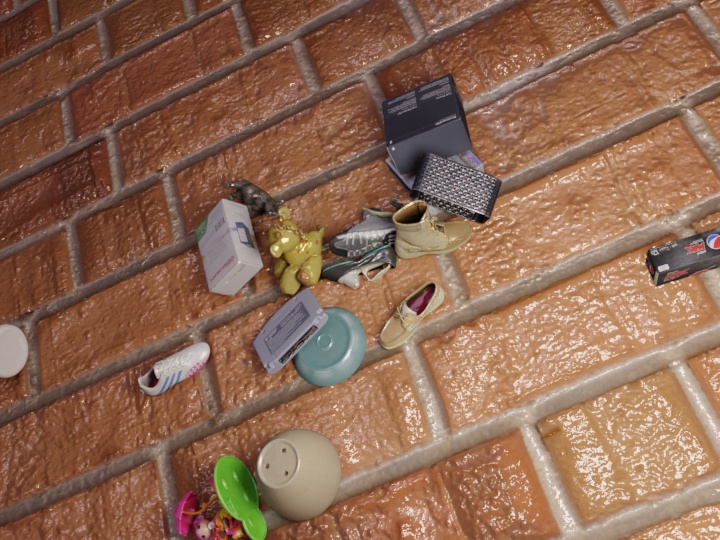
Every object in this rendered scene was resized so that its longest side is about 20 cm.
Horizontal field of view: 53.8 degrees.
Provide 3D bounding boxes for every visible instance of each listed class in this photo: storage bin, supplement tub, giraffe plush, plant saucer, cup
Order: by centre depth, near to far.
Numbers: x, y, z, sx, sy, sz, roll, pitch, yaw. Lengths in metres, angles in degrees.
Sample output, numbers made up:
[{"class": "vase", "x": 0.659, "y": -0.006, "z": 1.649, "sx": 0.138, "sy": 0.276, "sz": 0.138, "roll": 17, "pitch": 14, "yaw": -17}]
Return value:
[{"class": "cup", "x": -0.156, "y": 0.440, "z": 1.571, "sx": 0.195, "sy": 0.144, "sz": 0.205, "roll": -7, "pitch": 65, "yaw": 16}, {"class": "storage bin", "x": 0.225, "y": -0.195, "z": 1.696, "sx": 0.196, "sy": 0.135, "sz": 0.096, "roll": 21, "pitch": 87, "yaw": 2}, {"class": "plant saucer", "x": -0.083, "y": 0.177, "z": 1.728, "sx": 0.195, "sy": 0.036, "sz": 0.205, "roll": -8, "pitch": 65, "yaw": 16}, {"class": "giraffe plush", "x": -0.175, "y": -0.058, "z": 1.765, "sx": 0.199, "sy": 0.161, "sz": 0.175, "roll": -38, "pitch": 48, "yaw": 19}, {"class": "supplement tub", "x": -1.047, "y": 0.224, "z": 1.972, "sx": 0.195, "sy": 0.145, "sz": 0.148, "roll": -2, "pitch": 65, "yaw": 18}]

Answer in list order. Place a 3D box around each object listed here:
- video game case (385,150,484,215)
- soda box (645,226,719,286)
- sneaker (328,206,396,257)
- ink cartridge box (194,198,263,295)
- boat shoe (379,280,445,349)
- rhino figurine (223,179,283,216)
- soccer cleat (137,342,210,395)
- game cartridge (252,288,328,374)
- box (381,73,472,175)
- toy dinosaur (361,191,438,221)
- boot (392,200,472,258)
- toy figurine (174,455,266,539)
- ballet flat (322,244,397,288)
[{"class": "video game case", "x": 0.190, "y": -0.269, "z": 1.833, "sx": 0.180, "sy": 0.046, "sz": 0.201, "roll": -38, "pitch": 60, "yaw": 0}, {"class": "soda box", "x": 0.723, "y": -0.034, "z": 1.528, "sx": 0.196, "sy": 0.071, "sz": 0.065, "roll": -18, "pitch": 60, "yaw": 10}, {"class": "sneaker", "x": 0.003, "y": -0.103, "z": 1.793, "sx": 0.195, "sy": 0.076, "sz": 0.117, "roll": -8, "pitch": 48, "yaw": -17}, {"class": "ink cartridge box", "x": -0.349, "y": -0.059, "z": 1.868, "sx": 0.145, "sy": 0.086, "sz": 0.203, "roll": -41, "pitch": 54, "yaw": 31}, {"class": "boat shoe", "x": 0.114, "y": 0.099, "z": 1.678, "sx": 0.200, "sy": 0.067, "sz": 0.074, "roll": -47, "pitch": 61, "yaw": -6}, {"class": "rhino figurine", "x": -0.281, "y": -0.193, "z": 1.941, "sx": 0.198, "sy": 0.087, "sz": 0.061, "roll": 29, "pitch": 117, "yaw": 26}, {"class": "soccer cleat", "x": -0.472, "y": 0.247, "z": 1.799, "sx": 0.198, "sy": 0.087, "sz": 0.070, "roll": -37, "pitch": 60, "yaw": -1}, {"class": "game cartridge", "x": -0.175, "y": 0.144, "z": 1.744, "sx": 0.200, "sy": 0.041, "sz": 0.133, "roll": -45, "pitch": 44, "yaw": 4}, {"class": "box", "x": 0.164, "y": -0.366, "z": 1.786, "sx": 0.196, "sy": 0.105, "sz": 0.185, "roll": -18, "pitch": 47, "yaw": 17}, {"class": "toy dinosaur", "x": 0.102, "y": -0.143, "z": 1.747, "sx": 0.195, "sy": 0.089, "sz": 0.048, "roll": 14, "pitch": 61, "yaw": -5}, {"class": "boot", "x": 0.172, "y": -0.107, "z": 1.694, "sx": 0.195, "sy": 0.157, "sz": 0.074, "roll": -11, "pitch": 58, "yaw": 1}, {"class": "toy figurine", "x": -0.332, "y": 0.554, "z": 1.610, "sx": 0.182, "sy": 0.150, "sz": 0.203, "roll": -32, "pitch": 84, "yaw": 17}, {"class": "ballet flat", "x": 0.000, "y": 0.000, "z": 1.765, "sx": 0.196, "sy": 0.068, "sz": 0.070, "roll": -22, "pitch": 70, "yaw": 9}]
